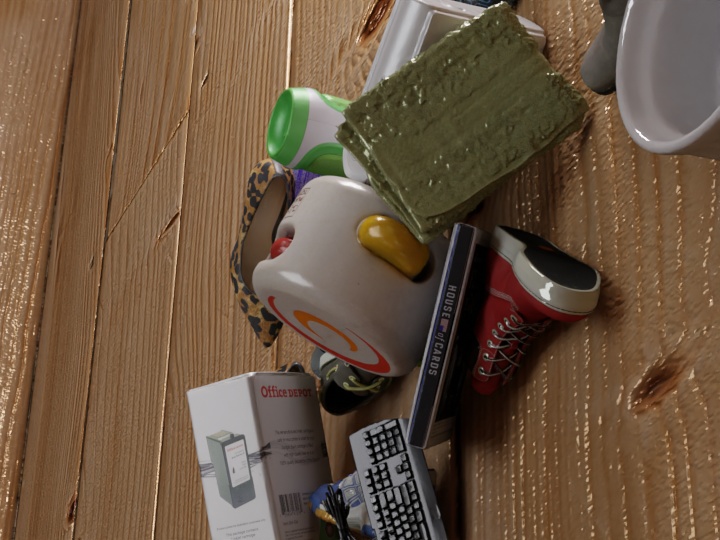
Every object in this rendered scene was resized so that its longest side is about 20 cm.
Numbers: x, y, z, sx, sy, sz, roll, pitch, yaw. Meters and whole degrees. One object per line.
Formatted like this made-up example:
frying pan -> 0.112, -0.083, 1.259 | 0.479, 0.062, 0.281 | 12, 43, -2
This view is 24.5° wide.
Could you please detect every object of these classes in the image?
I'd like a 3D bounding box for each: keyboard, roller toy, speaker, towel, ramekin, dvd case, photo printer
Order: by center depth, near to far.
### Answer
ramekin -> 0.274, -0.170, 1.179 | 0.200, 0.097, 0.202 | -166, 90, -70
towel -> 0.090, -0.134, 1.488 | 0.199, 0.149, 0.036 | -37, -11, 1
dvd case -> 0.085, 0.060, 1.524 | 0.150, 0.025, 0.202 | 10, -86, -78
keyboard -> 0.022, 0.245, 1.543 | 0.127, 0.021, 0.201 | -29, 65, 31
roller toy -> 0.000, 0.000, 1.587 | 0.182, 0.200, 0.140 | 22, 73, 30
photo printer -> 0.076, -0.157, 1.592 | 0.069, 0.165, 0.201 | 41, 118, 45
speaker -> 0.008, -0.125, 1.690 | 0.088, 0.199, 0.089 | -166, 90, -69

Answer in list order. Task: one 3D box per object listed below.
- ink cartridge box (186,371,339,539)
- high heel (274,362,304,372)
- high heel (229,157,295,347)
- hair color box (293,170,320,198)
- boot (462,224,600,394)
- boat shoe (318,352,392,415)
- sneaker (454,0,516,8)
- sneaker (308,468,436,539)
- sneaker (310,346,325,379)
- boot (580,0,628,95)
ink cartridge box -> -0.097, 0.213, 1.740 | 0.083, 0.145, 0.202 | -15, 80, 24
high heel -> -0.100, 0.207, 1.920 | 0.201, 0.071, 0.143 | -88, 15, -50
high heel -> -0.101, -0.020, 1.820 | 0.143, 0.071, 0.202 | 150, 118, -77
hair color box -> -0.015, -0.076, 1.847 | 0.200, 0.108, 0.065 | -165, 88, -70
boot -> 0.141, 0.052, 1.430 | 0.200, 0.072, 0.145 | -129, 54, -74
boat shoe -> 0.003, 0.105, 1.750 | 0.202, 0.071, 0.061 | 136, 142, -65
sneaker -> 0.114, -0.286, 1.684 | 0.073, 0.081, 0.201 | -116, 45, -62
sneaker -> 0.019, 0.224, 1.651 | 0.200, 0.075, 0.089 | 1, 70, 60
sneaker -> -0.044, 0.045, 1.832 | 0.084, 0.120, 0.201 | -99, 30, -44
boot -> 0.200, -0.235, 1.361 | 0.200, 0.130, 0.068 | 126, 150, -46
